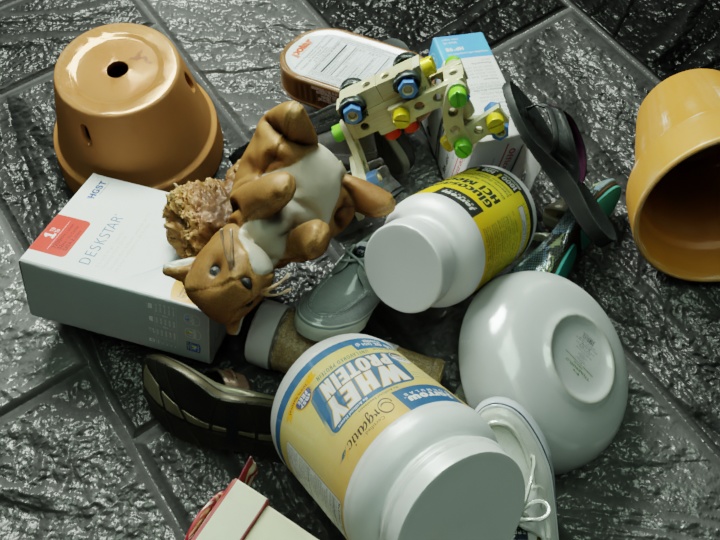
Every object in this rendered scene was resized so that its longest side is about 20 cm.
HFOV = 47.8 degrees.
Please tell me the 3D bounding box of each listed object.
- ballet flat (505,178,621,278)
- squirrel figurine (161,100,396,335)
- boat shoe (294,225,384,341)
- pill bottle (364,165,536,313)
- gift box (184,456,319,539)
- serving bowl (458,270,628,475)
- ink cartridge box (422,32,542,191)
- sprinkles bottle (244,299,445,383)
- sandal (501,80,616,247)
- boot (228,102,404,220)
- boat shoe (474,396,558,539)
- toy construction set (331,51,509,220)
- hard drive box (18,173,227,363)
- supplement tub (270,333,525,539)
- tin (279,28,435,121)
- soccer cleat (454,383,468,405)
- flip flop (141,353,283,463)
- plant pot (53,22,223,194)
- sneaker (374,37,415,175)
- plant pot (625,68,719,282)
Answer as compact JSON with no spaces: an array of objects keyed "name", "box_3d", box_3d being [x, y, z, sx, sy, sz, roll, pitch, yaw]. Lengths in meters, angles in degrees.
[{"name":"ballet flat","box_3d":[0.223,-0.040,0.915,0.074,0.075,0.200,32,61,16]},{"name":"squirrel figurine","box_3d":[-0.103,-0.035,0.763,0.199,0.142,0.188,4,57,52]},{"name":"boat shoe","box_3d":[0.001,0.000,0.840,0.069,0.072,0.200,25,38,23]},{"name":"pill bottle","box_3d":[0.091,-0.032,0.812,0.112,0.113,0.199,36,34,17]},{"name":"gift box","box_3d":[-0.082,0.280,0.647,0.185,0.201,0.185,28,58,15]},{"name":"serving bowl","box_3d":[0.191,0.091,0.784,0.198,0.066,0.203,12,66,-30]},{"name":"ink cartridge box","box_3d":[0.132,-0.162,0.947,0.066,0.116,0.202,-9,60,-14]},{"name":"sprinkles bottle","box_3d":[-0.016,0.092,0.827,0.198,0.069,0.069,19,61,8]},{"name":"sandal","box_3d":[0.219,-0.121,0.857,0.202,0.048,0.075,57,28,1]},{"name":"boot","box_3d":[-0.056,-0.106,0.928,0.070,0.198,0.133,-38,109,-50]},{"name":"boat shoe","box_3d":[0.130,0.216,0.699,0.074,0.086,0.205,-8,95,18]},{"name":"toy construction set","box_3d":[0.047,-0.145,0.831,0.199,0.132,0.093,-30,38,8]},{"name":"hard drive box","box_3d":[-0.221,-0.006,0.849,0.197,0.077,0.157,13,43,6]},{"name":"supplement tub","box_3d":[0.026,0.154,0.675,0.144,0.146,0.200,-32,34,-19]},{"name":"tin","box_3d":[-0.004,-0.228,0.951,0.198,0.042,0.112,23,51,21]},{"name":"soccer cleat","box_3d":[0.089,0.163,0.782,0.085,0.070,0.202,22,62,-9]},{"name":"flip flop","box_3d":[-0.127,0.131,0.803,0.197,0.082,0.058,12,25,14]},{"name":"plant pot","box_3d":[-0.266,-0.184,0.936,0.197,0.141,0.202,0,60,-1]},{"name":"sneaker","box_3d":[0.039,-0.212,0.998,0.105,0.075,0.201,-25,63,-12]},{"name":"plant pot","box_3d":[0.387,-0.123,0.906,0.197,0.202,0.185,3,44,0]}]
